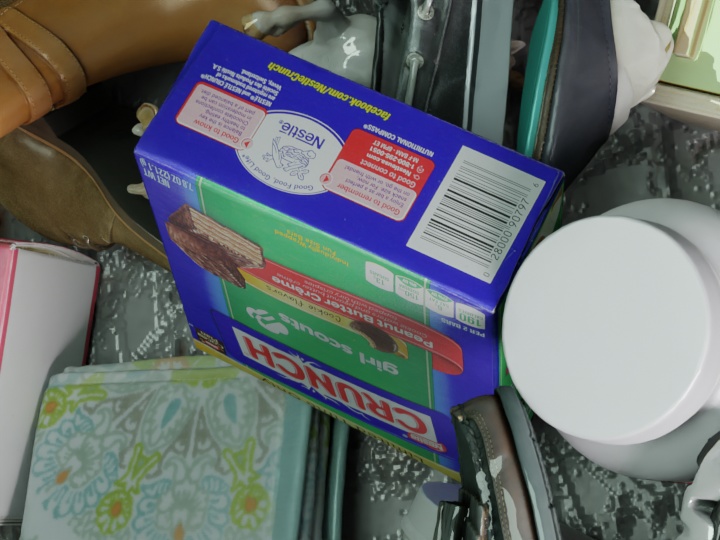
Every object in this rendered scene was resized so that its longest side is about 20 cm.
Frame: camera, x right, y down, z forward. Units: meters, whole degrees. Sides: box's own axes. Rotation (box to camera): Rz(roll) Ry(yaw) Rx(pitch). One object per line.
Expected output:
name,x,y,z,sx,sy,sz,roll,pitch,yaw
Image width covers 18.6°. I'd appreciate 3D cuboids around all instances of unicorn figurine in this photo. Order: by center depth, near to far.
unicorn figurine,-0.016,-0.087,1.057,0.199,0.137,0.074,-12,88,42

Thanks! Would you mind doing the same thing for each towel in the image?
towel,-0.090,0.135,1.078,0.170,0.048,0.201,-7,65,29

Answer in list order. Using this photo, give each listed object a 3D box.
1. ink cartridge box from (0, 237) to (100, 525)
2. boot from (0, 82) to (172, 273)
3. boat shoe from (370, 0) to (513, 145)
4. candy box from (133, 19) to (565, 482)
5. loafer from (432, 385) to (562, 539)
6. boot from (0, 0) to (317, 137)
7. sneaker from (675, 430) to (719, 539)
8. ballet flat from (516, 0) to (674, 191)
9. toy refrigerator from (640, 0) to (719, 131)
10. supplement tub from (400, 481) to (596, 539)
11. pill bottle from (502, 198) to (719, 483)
ink cartridge box,-0.252,0.049,1.179,0.199,0.083,0.147,7,87,29
boot,-0.126,-0.037,1.145,0.200,0.073,0.076,36,130,23
boat shoe,0.028,-0.136,0.981,0.068,0.074,0.201,1,98,-16
candy box,0.000,0.000,0.962,0.168,0.200,0.077,24,69,15
loafer,0.053,0.147,0.829,0.063,0.072,0.201,-12,90,-1
boot,-0.131,-0.110,1.093,0.199,0.155,0.074,13,129,38
sneaker,0.150,0.163,0.808,0.090,0.066,0.201,20,104,53
ballet flat,0.102,-0.118,0.949,0.073,0.073,0.201,-10,63,27
toy refrigerator,0.190,-0.160,0.973,0.076,0.070,0.201,17,92,29
supplement tub,0.044,0.208,0.963,0.144,0.144,0.201,26,96,29
pill bottle,0.137,0.032,0.903,0.112,0.200,0.113,-4,82,28
